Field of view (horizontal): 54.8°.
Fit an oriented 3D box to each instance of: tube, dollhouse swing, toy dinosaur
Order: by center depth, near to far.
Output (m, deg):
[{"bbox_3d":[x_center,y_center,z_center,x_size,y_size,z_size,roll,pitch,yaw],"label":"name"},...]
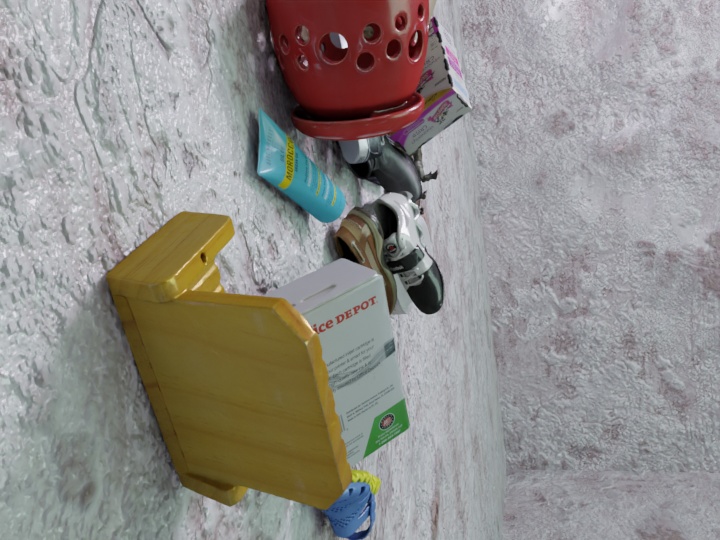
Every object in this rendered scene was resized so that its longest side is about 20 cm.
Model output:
[{"bbox_3d":[-0.081,0.066,0.570,0.182,0.171,0.204,-62,144,-60],"label":"dollhouse swing"},{"bbox_3d":[-0.079,-0.117,0.856,0.200,0.049,0.079,37,44,-63],"label":"tube"},{"bbox_3d":[0.091,-0.172,1.381,0.077,0.100,0.204,-111,-140,-71],"label":"toy dinosaur"}]

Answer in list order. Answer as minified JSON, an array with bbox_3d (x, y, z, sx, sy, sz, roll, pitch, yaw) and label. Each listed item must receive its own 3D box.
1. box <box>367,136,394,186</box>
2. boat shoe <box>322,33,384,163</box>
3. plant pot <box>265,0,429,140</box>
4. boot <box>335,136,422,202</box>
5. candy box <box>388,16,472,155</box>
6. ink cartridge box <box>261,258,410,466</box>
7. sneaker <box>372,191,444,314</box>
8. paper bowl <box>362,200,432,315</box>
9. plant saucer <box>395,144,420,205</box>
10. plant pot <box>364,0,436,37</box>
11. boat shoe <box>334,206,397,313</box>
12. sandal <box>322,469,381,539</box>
[{"bbox_3d":[0.030,-0.262,1.271,0.143,0.035,0.206,1,85,-73],"label":"box"},{"bbox_3d":[-0.007,-0.261,1.010,0.067,0.071,0.205,-17,95,-32],"label":"boat shoe"},{"bbox_3d":[-0.008,-0.267,0.857,0.201,0.195,0.187,-61,147,-62],"label":"plant pot"},{"bbox_3d":[0.022,-0.172,1.121,0.201,0.069,0.132,52,29,-14],"label":"boot"},{"bbox_3d":[0.104,-0.313,1.173,0.061,0.135,0.203,32,38,-38],"label":"candy box"},{"bbox_3d":[-0.035,0.109,0.760,0.145,0.082,0.204,-24,118,-28],"label":"ink cartridge box"},{"bbox_3d":[0.065,-0.024,1.085,0.088,0.073,0.204,-9,76,-52],"label":"sneaker"},{"bbox_3d":[0.067,-0.025,1.228,0.200,0.102,0.206,-4,90,-73],"label":"paper bowl"},{"bbox_3d":[0.098,-0.216,1.500,0.200,0.031,0.206,-4,90,-73],"label":"plant saucer"},{"bbox_3d":[0.047,-0.447,1.144,0.200,0.196,0.188,40,60,-68],"label":"plant pot"},{"bbox_3d":[0.000,0.000,1.069,0.074,0.075,0.203,-42,133,-30],"label":"boat shoe"},{"bbox_3d":[-0.018,0.308,0.916,0.200,0.078,0.089,50,43,-62],"label":"sandal"}]
